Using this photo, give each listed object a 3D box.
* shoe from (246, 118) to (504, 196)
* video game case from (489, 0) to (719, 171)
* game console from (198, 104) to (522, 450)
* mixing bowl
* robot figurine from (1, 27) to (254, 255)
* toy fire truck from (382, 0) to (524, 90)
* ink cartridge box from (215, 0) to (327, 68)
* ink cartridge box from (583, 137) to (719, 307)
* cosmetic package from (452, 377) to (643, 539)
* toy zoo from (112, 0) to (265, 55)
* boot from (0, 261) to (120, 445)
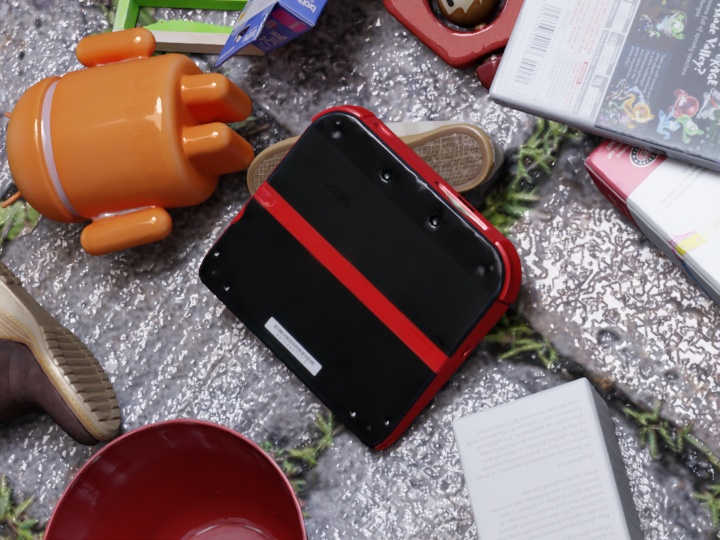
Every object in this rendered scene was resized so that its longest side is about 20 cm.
[{"bbox_3d":[0.012,-0.073,1.610,0.198,0.053,0.071,-5,99,23],"label":"shoe"},{"bbox_3d":[0.204,-0.182,1.487,0.180,0.023,0.202,18,80,22],"label":"video game case"},{"bbox_3d":[0.000,0.000,1.565,0.200,0.031,0.177,44,105,17],"label":"game console"},{"bbox_3d":[-0.113,0.214,1.515,0.198,0.108,0.202,-7,69,17],"label":"mixing bowl"},{"bbox_3d":[-0.181,-0.100,1.649,0.198,0.117,0.145,-9,113,17],"label":"robot figurine"},{"bbox_3d":[0.111,-0.226,1.600,0.198,0.112,0.169,-23,85,10],"label":"toy fire truck"},{"bbox_3d":[-0.035,-0.237,1.639,0.042,0.119,0.201,34,75,-14],"label":"ink cartridge box"},{"bbox_3d":[0.274,-0.047,1.481,0.146,0.083,0.200,-43,63,1],"label":"ink cartridge box"},{"bbox_3d":[0.136,0.186,1.455,0.101,0.071,0.202,-18,66,13],"label":"cosmetic package"},{"bbox_3d":[-0.118,-0.269,1.738,0.130,0.020,0.202,5,74,22],"label":"toy zoo"},{"bbox_3d":[-0.283,0.104,1.654,0.167,0.072,0.200,-49,64,12],"label":"boot"}]
